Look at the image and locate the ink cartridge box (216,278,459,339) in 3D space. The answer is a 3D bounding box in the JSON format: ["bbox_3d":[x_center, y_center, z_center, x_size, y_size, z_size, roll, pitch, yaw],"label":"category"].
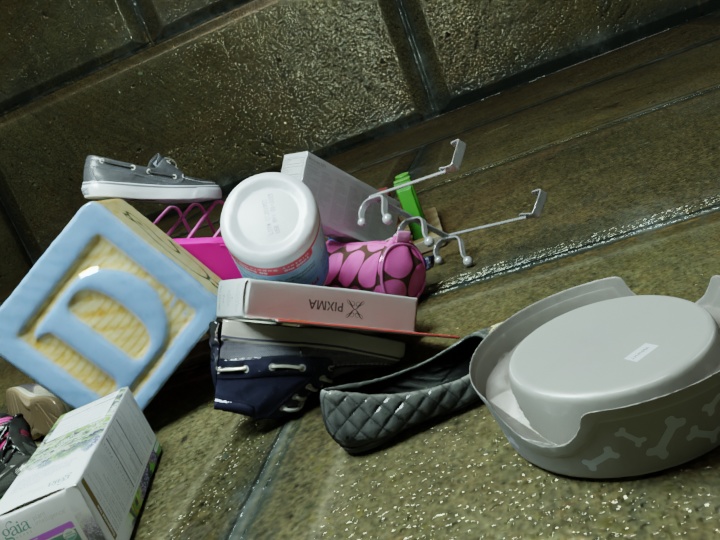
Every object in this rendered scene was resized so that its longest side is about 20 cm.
[{"bbox_3d":[-0.026,0.038,0.720,0.198,0.044,0.173,8,-7,-28],"label":"ink cartridge box"}]

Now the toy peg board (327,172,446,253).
[{"bbox_3d":[0.025,-0.077,1.158,0.197,0.099,0.200,-20,15,8],"label":"toy peg board"}]

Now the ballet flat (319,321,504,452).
[{"bbox_3d":[0.060,0.089,0.605,0.198,0.057,0.066,-25,16,-12],"label":"ballet flat"}]

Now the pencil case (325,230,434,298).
[{"bbox_3d":[0.000,0.000,0.931,0.090,0.095,0.199,-10,5,-37],"label":"pencil case"}]

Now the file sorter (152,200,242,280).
[{"bbox_3d":[-0.206,-0.022,1.048,0.198,0.140,0.126,-1,40,27],"label":"file sorter"}]

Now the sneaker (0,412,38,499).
[{"bbox_3d":[-0.394,0.206,0.792,0.076,0.085,0.199,-31,17,-31],"label":"sneaker"}]

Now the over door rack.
[{"bbox_3d":[0.106,-0.068,0.888,0.199,0.147,0.067,-26,47,51],"label":"over door rack"}]

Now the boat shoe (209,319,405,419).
[{"bbox_3d":[-0.056,0.104,0.719,0.197,0.094,0.075,6,-4,-1],"label":"boat shoe"}]

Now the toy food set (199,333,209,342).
[{"bbox_3d":[-0.265,0.066,1.141,0.198,0.061,0.144,-20,15,7],"label":"toy food set"}]

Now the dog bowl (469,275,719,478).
[{"bbox_3d":[0.179,0.069,0.504,0.198,0.059,0.200,-21,15,6],"label":"dog bowl"}]

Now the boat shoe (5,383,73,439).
[{"bbox_3d":[-0.414,0.181,0.951,0.199,0.073,0.064,-11,5,46],"label":"boat shoe"}]

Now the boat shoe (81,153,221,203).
[{"bbox_3d":[-0.285,-0.129,0.990,0.198,0.067,0.070,-2,1,-34],"label":"boat shoe"}]

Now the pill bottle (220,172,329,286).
[{"bbox_3d":[-0.092,-0.020,0.837,0.108,0.110,0.200,-23,-22,-6],"label":"pill bottle"}]

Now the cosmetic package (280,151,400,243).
[{"bbox_3d":[-0.028,-0.086,0.978,0.050,0.084,0.199,2,-14,42],"label":"cosmetic package"}]

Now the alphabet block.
[{"bbox_3d":[-0.295,0.045,0.866,0.197,0.195,0.200,-49,13,-2],"label":"alphabet block"}]

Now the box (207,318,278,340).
[{"bbox_3d":[-0.131,0.092,0.846,0.081,0.069,0.200,-26,16,-9],"label":"box"}]

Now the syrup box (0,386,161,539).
[{"bbox_3d":[-0.248,0.190,0.647,0.078,0.082,0.200,-24,15,-1],"label":"syrup box"}]
